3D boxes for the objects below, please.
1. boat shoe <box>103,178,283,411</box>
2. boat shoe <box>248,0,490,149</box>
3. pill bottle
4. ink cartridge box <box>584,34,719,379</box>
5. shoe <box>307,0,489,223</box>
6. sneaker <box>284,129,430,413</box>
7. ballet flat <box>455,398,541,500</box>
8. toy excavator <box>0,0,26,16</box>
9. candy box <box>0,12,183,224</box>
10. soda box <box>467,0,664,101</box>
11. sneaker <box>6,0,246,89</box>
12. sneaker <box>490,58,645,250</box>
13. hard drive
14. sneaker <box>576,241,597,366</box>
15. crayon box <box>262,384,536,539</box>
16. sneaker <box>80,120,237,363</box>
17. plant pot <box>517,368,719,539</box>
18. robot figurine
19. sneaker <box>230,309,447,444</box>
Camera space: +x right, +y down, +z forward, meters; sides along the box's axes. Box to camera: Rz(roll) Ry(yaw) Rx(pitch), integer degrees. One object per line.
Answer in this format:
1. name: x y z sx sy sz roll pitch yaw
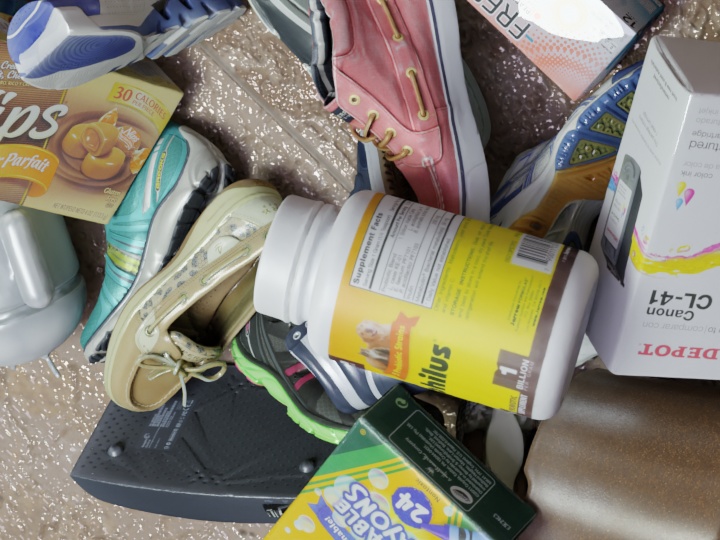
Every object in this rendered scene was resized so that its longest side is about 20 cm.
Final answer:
1. boat shoe: -0.113 0.028 1.763 0.200 0.073 0.063 -57 48 22
2. boat shoe: 0.004 -0.146 1.674 0.200 0.076 0.060 48 162 -11
3. pill bottle: 0.040 0.016 1.556 0.200 0.109 0.109 16 118 9
4. ink cartridge box: 0.233 -0.035 1.562 0.147 0.086 0.200 4 118 -16
5. shoe: 0.022 -0.095 1.614 0.091 0.071 0.200 -9 89 -16
6. sneaker: 0.000 0.000 1.679 0.108 0.070 0.200 -26 61 24
7. ballet flat: 0.089 0.163 1.683 0.072 0.072 0.201 2 89 25
8. toy excavator: -0.279 -0.210 1.713 0.100 0.194 0.200 27 106 13
9. candy box: -0.230 -0.107 1.705 0.055 0.200 0.115 46 112 39
10. soda box: 0.095 -0.204 1.601 0.200 0.064 0.068 43 123 2
11. sneaker: -0.173 -0.194 1.667 0.081 0.199 0.115 -34 83 36
12. sneaker: 0.136 -0.070 1.636 0.075 0.088 0.200 36 103 -27
13. hard drive: -0.093 0.125 1.800 0.200 0.135 0.042 3 130 20
14. sneaker: 0.107 0.034 1.701 0.200 0.076 0.081 -1 135 33
15. crayon box: 0.013 0.184 1.663 0.126 0.052 0.200 43 133 7
16. sneaker: -0.153 -0.019 1.810 0.080 0.077 0.200 42 120 26
17. plant pot: 0.220 0.160 1.636 0.198 0.200 0.200 13 117 28
18. robot figurine: -0.268 -0.015 1.828 0.170 0.113 0.200 20 130 64
19. sneaker: -0.017 0.065 1.740 0.200 0.077 0.084 32 113 38
